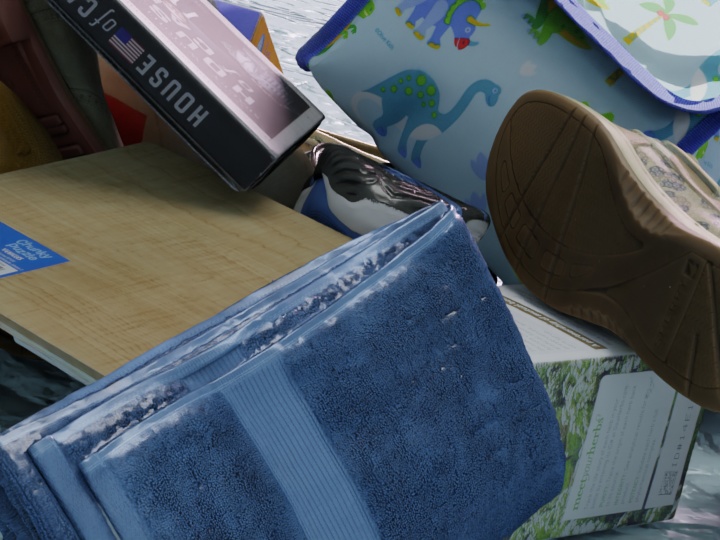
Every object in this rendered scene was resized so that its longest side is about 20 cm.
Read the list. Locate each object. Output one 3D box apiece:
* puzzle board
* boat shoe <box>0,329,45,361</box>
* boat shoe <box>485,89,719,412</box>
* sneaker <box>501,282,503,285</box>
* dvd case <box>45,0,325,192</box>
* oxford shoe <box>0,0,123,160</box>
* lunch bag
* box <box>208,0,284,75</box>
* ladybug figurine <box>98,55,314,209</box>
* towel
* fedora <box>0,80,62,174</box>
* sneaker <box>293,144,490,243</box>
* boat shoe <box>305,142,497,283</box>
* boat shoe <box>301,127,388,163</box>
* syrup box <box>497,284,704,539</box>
[{"bbox_3d":[-0.072,0.003,0.888,0.151,0.017,0.200,-16,30,-41],"label":"puzzle board"},{"bbox_3d":[-0.092,0.019,1.012,0.065,0.073,0.200,33,-8,-39],"label":"boat shoe"},{"bbox_3d":[0.117,-0.005,0.961,0.063,0.073,0.200,9,27,-36],"label":"boat shoe"},{"bbox_3d":[0.145,0.022,1.185,0.081,0.077,0.200,30,-2,-40],"label":"sneaker"},{"bbox_3d":[-0.082,-0.100,1.020,0.150,0.025,0.200,45,8,-3],"label":"dvd case"},{"bbox_3d":[-0.130,-0.080,1.085,0.071,0.200,0.074,-1,36,34],"label":"oxford shoe"},{"bbox_3d":[0.102,-0.102,1.112,0.170,0.200,0.127,48,9,17],"label":"lunch bag"},{"bbox_3d":[-0.100,-0.103,1.281,0.119,0.042,0.200,17,-17,10],"label":"box"},{"bbox_3d":[-0.109,-0.057,1.189,0.200,0.072,0.136,21,-12,44],"label":"ladybug figurine"},{"bbox_3d":[-0.019,0.062,0.763,0.200,0.112,0.049,-29,4,-42],"label":"towel"},{"bbox_3d":[-0.216,-0.026,0.979,0.200,0.082,0.201,16,37,-12],"label":"fedora"},{"bbox_3d":[0.000,0.000,1.013,0.076,0.077,0.200,26,-9,-1],"label":"sneaker"},{"bbox_3d":[0.018,-0.017,1.169,0.069,0.057,0.200,4,27,-25],"label":"boat shoe"},{"bbox_3d":[0.033,-0.047,1.325,0.200,0.063,0.073,2,19,-33],"label":"boat shoe"},{"bbox_3d":[0.039,0.055,0.951,0.200,0.079,0.081,-2,22,-42],"label":"syrup box"}]
